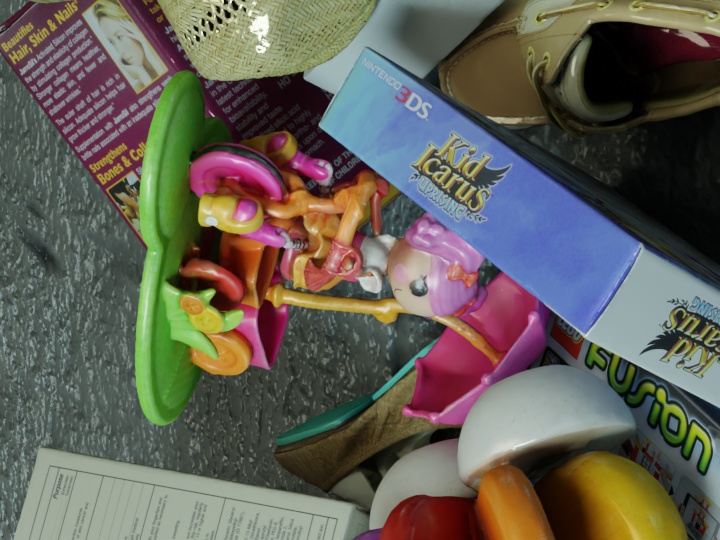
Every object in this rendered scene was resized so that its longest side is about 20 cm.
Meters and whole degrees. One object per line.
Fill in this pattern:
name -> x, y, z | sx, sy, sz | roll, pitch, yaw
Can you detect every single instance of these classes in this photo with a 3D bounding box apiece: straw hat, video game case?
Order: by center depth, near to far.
video game case -> 0.101, -0.007, 0.991 | 0.046, 0.181, 0.200 | -57, 43, 7
straw hat -> -0.043, -0.129, 1.043 | 0.201, 0.200, 0.086 | -29, 86, 53

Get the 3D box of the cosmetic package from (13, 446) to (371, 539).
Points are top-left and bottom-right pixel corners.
cosmetic package -> -0.080, 0.158, 1.180 | 0.199, 0.073, 0.104 | 8, 77, 33

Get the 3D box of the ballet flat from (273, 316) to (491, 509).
ballet flat -> 0.024, 0.088, 1.230 | 0.200, 0.068, 0.073 | -34, 84, 47

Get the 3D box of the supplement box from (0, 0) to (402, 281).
supplement box -> -0.082, -0.091, 1.254 | 0.201, 0.103, 0.131 | 54, 144, -7

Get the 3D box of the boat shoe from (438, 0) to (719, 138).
boat shoe -> 0.106, -0.096, 1.031 | 0.199, 0.067, 0.074 | -14, 125, 43

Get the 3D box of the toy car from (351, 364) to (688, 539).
toy car -> 0.052, 0.151, 1.041 | 0.200, 0.149, 0.176 | -43, 61, 52

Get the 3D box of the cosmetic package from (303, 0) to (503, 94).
cosmetic package -> 0.043, -0.194, 1.105 | 0.151, 0.051, 0.201 | -44, 29, 52

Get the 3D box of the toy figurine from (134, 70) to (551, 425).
toy figurine -> 0.000, 0.000, 1.094 | 0.201, 0.182, 0.151 | 88, -164, -52

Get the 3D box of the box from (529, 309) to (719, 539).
box -> 0.143, 0.100, 1.066 | 0.200, 0.034, 0.111 | 46, 128, 44

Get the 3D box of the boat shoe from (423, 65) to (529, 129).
boat shoe -> 0.088, -0.139, 1.100 | 0.200, 0.068, 0.073 | -44, 57, 47
